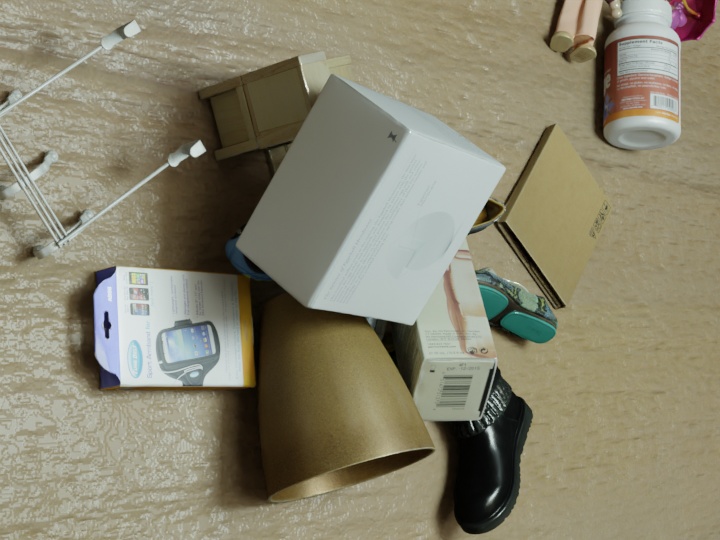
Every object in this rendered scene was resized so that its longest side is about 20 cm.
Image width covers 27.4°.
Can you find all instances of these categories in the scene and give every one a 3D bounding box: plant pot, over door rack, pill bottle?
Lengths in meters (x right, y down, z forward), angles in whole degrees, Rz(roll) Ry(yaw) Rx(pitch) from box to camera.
[{"bbox_3d":[-0.035,0.122,1.565,0.185,0.186,0.202,-2,71,-46],"label":"plant pot"},{"bbox_3d":[-0.269,-0.125,1.425,0.199,0.066,0.149,-37,109,-22],"label":"over door rack"},{"bbox_3d":[0.408,-0.285,2.134,0.111,0.111,0.203,18,69,-42],"label":"pill bottle"}]

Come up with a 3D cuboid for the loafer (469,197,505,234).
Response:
[{"bbox_3d":[0.094,-0.072,1.795,0.199,0.072,0.074,-12,92,-46],"label":"loafer"}]

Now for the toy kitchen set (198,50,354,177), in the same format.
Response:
[{"bbox_3d":[-0.032,-0.149,1.603,0.199,0.179,0.165,-20,97,-41],"label":"toy kitchen set"}]

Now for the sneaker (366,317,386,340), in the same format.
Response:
[{"bbox_3d":[0.000,0.000,1.699,0.071,0.072,0.202,57,38,-61],"label":"sneaker"}]

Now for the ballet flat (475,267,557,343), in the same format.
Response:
[{"bbox_3d":[0.172,0.034,1.870,0.199,0.074,0.075,29,62,-41],"label":"ballet flat"}]

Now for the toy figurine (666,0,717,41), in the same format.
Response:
[{"bbox_3d":[0.465,-0.420,2.226,0.200,0.150,0.185,-41,122,-19],"label":"toy figurine"}]

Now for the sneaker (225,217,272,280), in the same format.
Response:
[{"bbox_3d":[-0.057,-0.038,1.599,0.198,0.083,0.071,-9,54,-48],"label":"sneaker"}]

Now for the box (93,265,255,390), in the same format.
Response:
[{"bbox_3d":[-0.195,0.060,1.496,0.198,0.041,0.121,5,78,-43],"label":"box"}]

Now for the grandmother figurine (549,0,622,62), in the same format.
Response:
[{"bbox_3d":[0.326,-0.397,2.103,0.120,0.060,0.202,26,66,-28],"label":"grandmother figurine"}]

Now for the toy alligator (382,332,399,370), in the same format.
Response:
[{"bbox_3d":[0.076,0.088,1.736,0.199,0.054,0.060,-29,123,-35],"label":"toy alligator"}]

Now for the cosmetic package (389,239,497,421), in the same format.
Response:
[{"bbox_3d":[0.087,0.061,1.648,0.086,0.104,0.201,0,44,-11],"label":"cosmetic package"}]

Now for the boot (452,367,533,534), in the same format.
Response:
[{"bbox_3d":[0.129,0.191,1.769,0.158,0.079,0.213,52,39,-34],"label":"boot"}]

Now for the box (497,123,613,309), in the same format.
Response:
[{"bbox_3d":[0.268,-0.076,2.011,0.164,0.021,0.201,51,50,-26],"label":"box"}]

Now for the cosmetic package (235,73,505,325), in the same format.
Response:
[{"bbox_3d":[0.012,-0.066,1.496,0.199,0.123,0.201,12,112,-58],"label":"cosmetic package"}]
